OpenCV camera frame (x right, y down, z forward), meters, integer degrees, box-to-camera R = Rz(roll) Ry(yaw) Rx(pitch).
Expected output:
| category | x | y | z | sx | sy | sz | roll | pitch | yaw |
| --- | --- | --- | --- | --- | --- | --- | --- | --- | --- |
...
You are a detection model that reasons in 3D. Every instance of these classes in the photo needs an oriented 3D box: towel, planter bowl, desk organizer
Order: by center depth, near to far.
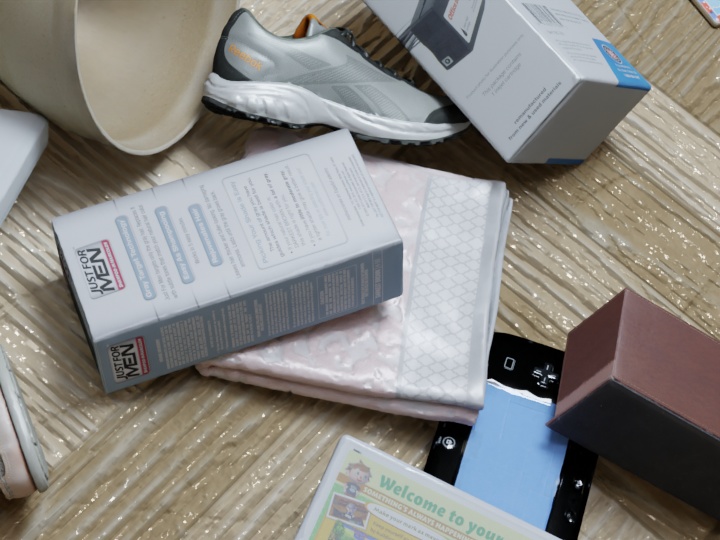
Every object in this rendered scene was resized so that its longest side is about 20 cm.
| category | x | y | z | sx | sy | sz | roll | pitch | yaw |
| --- | --- | --- | --- | --- | --- | --- | --- | --- | --- |
| desk organizer | 0.225 | 0.099 | 1.183 | 0.199 | 0.072 | 0.077 | 29 | 49 | -16 |
| planter bowl | -0.183 | -0.187 | 1.209 | 0.134 | 0.201 | 0.201 | 13 | 47 | 25 |
| towel | 0.000 | 0.000 | 1.212 | 0.189 | 0.032 | 0.201 | 12 | 51 | -1 |

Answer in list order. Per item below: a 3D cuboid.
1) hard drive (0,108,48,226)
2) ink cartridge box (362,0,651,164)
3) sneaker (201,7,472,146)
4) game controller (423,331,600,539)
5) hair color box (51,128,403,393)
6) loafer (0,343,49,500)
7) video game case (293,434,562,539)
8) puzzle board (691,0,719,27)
| category | x | y | z | sx | sy | sz | roll | pitch | yaw |
| --- | --- | --- | --- | --- | --- | --- | --- | --- | --- |
| hard drive | -0.278 | -0.044 | 1.104 | 0.131 | 0.026 | 0.201 | 7 | 33 | 5 |
| ink cartridge box | 0.094 | -0.174 | 1.311 | 0.200 | 0.084 | 0.145 | 50 | 23 | 17 |
| sneaker | -0.008 | -0.130 | 1.263 | 0.199 | 0.074 | 0.080 | 9 | 93 | -24 |
| game controller | 0.094 | 0.127 | 1.165 | 0.104 | 0.042 | 0.201 | 23 | 51 | -3 |
| hair color box | -0.082 | -0.008 | 1.147 | 0.198 | 0.061 | 0.099 | -18 | 55 | -12 |
| loafer | -0.240 | 0.056 | 1.088 | 0.062 | 0.072 | 0.201 | -20 | 58 | -12 |
| video game case | 0.041 | 0.219 | 1.065 | 0.199 | 0.022 | 0.183 | 26 | 69 | 0 |
| puzzle board | 0.324 | -0.291 | 1.553 | 0.199 | 0.017 | 0.151 | -24 | 67 | -31 |
